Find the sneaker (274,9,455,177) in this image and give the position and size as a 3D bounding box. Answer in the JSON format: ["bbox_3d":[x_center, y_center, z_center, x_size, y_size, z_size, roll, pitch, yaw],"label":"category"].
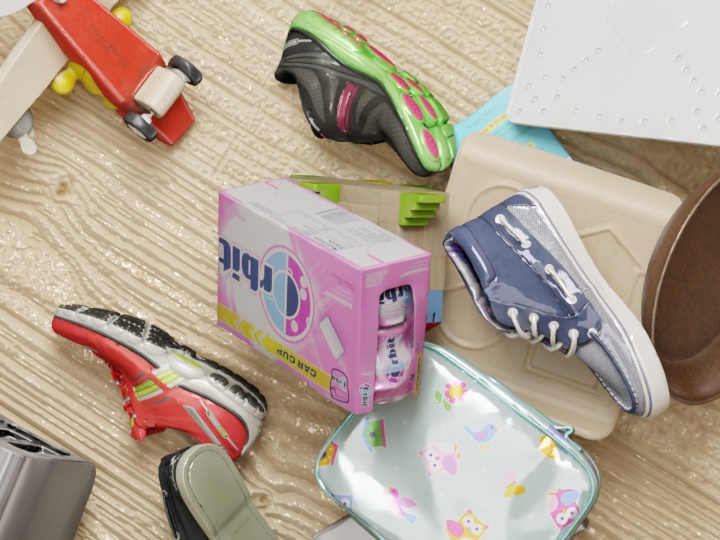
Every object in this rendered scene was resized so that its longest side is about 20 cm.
[{"bbox_3d":[0.003,-0.131,1.618,0.200,0.077,0.084,45,109,35],"label":"sneaker"}]

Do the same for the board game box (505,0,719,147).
[{"bbox_3d":[0.228,-0.196,1.557,0.199,0.026,0.201,9,78,31],"label":"board game box"}]

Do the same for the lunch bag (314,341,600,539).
[{"bbox_3d":[0.081,0.158,1.525,0.200,0.077,0.161,38,88,11],"label":"lunch bag"}]

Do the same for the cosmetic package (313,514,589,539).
[{"bbox_3d":[0.073,0.208,1.602,0.199,0.090,0.107,-28,84,7],"label":"cosmetic package"}]

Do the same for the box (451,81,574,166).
[{"bbox_3d":[0.152,-0.047,1.622,0.082,0.049,0.200,-37,84,3],"label":"box"}]

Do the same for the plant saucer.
[{"bbox_3d":[0.276,0.005,1.554,0.037,0.200,0.202,23,90,40],"label":"plant saucer"}]

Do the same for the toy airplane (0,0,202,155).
[{"bbox_3d":[-0.235,-0.196,1.626,0.199,0.141,0.201,-7,100,-27],"label":"toy airplane"}]

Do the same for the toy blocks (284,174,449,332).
[{"bbox_3d":[0.000,0.000,1.583,0.199,0.099,0.138,10,99,51],"label":"toy blocks"}]

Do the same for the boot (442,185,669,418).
[{"bbox_3d":[0.145,0.038,1.501,0.090,0.073,0.201,-26,74,-20],"label":"boot"}]

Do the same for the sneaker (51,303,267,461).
[{"bbox_3d":[-0.176,0.095,1.640,0.199,0.077,0.085,30,96,7],"label":"sneaker"}]

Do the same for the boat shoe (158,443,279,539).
[{"bbox_3d":[-0.112,0.232,1.627,0.074,0.066,0.200,-41,114,-35],"label":"boat shoe"}]

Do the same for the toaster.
[{"bbox_3d":[-0.332,0.166,1.583,0.180,0.200,0.119,24,90,18],"label":"toaster"}]

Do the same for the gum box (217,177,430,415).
[{"bbox_3d":[-0.028,0.017,1.502,0.066,0.200,0.114,-13,117,-34],"label":"gum box"}]

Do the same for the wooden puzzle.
[{"bbox_3d":[0.141,0.011,1.576,0.184,0.046,0.201,19,95,13],"label":"wooden puzzle"}]
